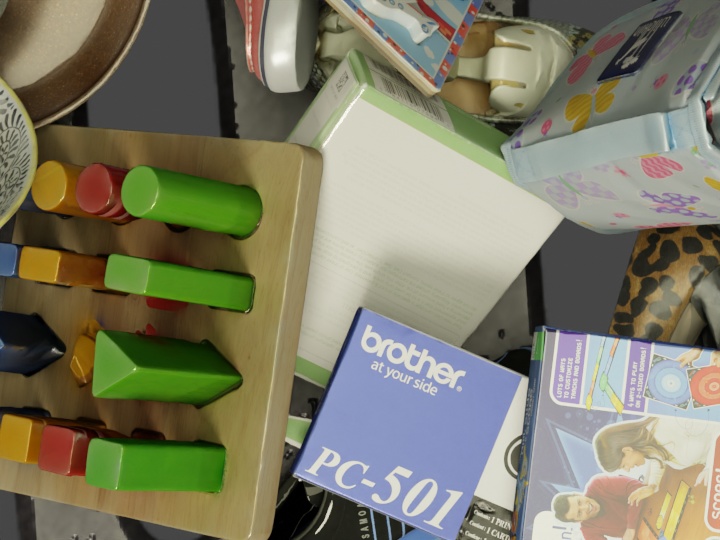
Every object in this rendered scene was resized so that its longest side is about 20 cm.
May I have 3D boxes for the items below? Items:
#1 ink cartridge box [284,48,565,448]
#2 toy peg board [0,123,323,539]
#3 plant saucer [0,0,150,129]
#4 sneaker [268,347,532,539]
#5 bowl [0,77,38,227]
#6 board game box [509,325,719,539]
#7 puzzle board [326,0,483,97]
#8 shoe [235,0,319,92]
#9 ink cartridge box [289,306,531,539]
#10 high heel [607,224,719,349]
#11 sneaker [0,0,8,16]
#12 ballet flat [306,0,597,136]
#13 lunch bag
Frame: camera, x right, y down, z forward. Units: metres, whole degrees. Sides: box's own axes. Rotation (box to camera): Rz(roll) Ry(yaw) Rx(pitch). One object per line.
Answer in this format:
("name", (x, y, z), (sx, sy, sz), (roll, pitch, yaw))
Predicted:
("ink cartridge box", (0.000, 0.000, 1.227), (0.145, 0.048, 0.200), (26, 113, -27))
("toy peg board", (-0.137, 0.024, 1.177), (0.198, 0.097, 0.202), (7, 88, 37))
("plant saucer", (-0.210, -0.171, 1.260), (0.198, 0.037, 0.202), (0, 89, -2))
("sneaker", (0.019, 0.103, 1.225), (0.200, 0.070, 0.078), (-43, 118, 4))
("bowl", (-0.269, -0.034, 1.176), (0.199, 0.201, 0.095), (15, 129, -1))
("board game box", (0.142, 0.135, 1.141), (0.134, 0.034, 0.202), (8, 87, -3))
("puzzle board", (-0.010, -0.200, 1.194), (0.200, 0.151, 0.017), (43, 130, -14))
("shoe", (-0.067, -0.177, 1.216), (0.090, 0.072, 0.201), (0, 56, 3))
("ink cartridge box", (0.073, 0.100, 1.179), (0.199, 0.044, 0.095), (24, 88, -3))
("high heel", (0.123, 0.053, 1.260), (0.199, 0.071, 0.144), (-24, 68, 10))
("sneaker", (-0.191, -0.206, 1.210), (0.080, 0.071, 0.201), (37, 80, 24))
("ballet flat", (0.055, -0.110, 1.247), (0.198, 0.072, 0.073), (8, 89, -1))
("lunch bag", (0.194, -0.086, 1.164), (0.199, 0.169, 0.128), (-14, 90, -28))
